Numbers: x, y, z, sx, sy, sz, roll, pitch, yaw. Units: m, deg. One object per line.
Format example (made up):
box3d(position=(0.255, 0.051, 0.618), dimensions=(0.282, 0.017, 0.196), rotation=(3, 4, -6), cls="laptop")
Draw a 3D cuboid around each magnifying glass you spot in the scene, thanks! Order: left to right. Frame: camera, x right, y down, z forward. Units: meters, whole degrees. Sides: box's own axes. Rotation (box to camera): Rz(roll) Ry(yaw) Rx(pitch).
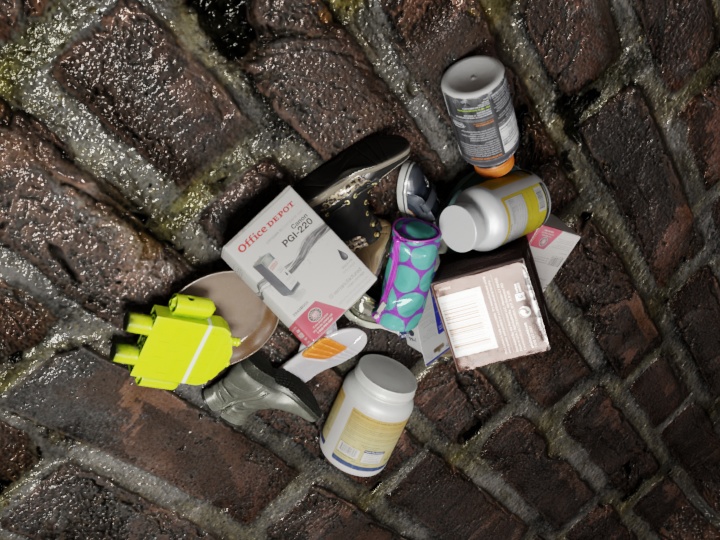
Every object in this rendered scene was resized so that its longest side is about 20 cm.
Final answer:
box3d(position=(-0.183, 0.031, 1.526), dimensions=(0.079, 0.022, 0.201), rotation=(-31, 138, -13), cls="magnifying glass")

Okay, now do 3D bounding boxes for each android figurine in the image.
box3d(position=(-0.285, 0.117, 1.456), dimensions=(0.199, 0.041, 0.183), rotation=(10, 121, -32), cls="android figurine")

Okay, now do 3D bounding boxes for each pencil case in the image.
box3d(position=(0.076, 0.010, 1.565), dimensions=(0.092, 0.085, 0.201), rotation=(-14, 131, -34), cls="pencil case")

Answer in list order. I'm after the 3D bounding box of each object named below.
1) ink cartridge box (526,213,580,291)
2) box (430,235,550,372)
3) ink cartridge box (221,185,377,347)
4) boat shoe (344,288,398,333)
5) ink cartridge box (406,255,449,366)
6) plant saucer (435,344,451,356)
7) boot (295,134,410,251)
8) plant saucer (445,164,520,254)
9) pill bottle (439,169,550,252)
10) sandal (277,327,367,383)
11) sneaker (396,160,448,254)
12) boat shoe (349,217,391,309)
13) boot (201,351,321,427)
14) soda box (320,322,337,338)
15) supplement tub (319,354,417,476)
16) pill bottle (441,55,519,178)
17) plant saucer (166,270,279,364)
box3d(position=(0.304, -0.014, 1.763), dimensions=(0.146, 0.083, 0.201), rotation=(10, 117, -47), cls="ink cartridge box")
box3d(position=(0.229, 0.052, 1.607), dimensions=(0.163, 0.200, 0.167), rotation=(-16, 101, 15), cls="box")
box3d(position=(-0.095, -0.006, 1.415), dimensions=(0.146, 0.200, 0.085), rotation=(-44, 178, -13), cls="ink cartridge box")
box3d(position=(0.061, 0.073, 1.705), dimensions=(0.201, 0.072, 0.061), rotation=(12, 120, -38), cls="boat shoe")
box3d(position=(0.117, 0.065, 1.693), dimensions=(0.099, 0.039, 0.202), rotation=(-29, 114, -43), cls="ink cartridge box")
box3d(position=(0.203, 0.085, 1.855), dimensions=(0.199, 0.029, 0.201), rotation=(-20, 133, -23), cls="plant saucer")
box3d(position=(0.004, -0.120, 1.504), dimensions=(0.199, 0.073, 0.151), rotation=(-32, 136, -7), cls="boot")
box3d(position=(0.219, -0.116, 1.700), dimensions=(0.199, 0.036, 0.201), rotation=(-21, 134, -23), cls="plant saucer")
box3d(position=(0.228, -0.098, 1.583), dimensions=(0.199, 0.112, 0.113), rotation=(-22, 136, -40), cls="pill bottle")
box3d(position=(-0.085, 0.144, 1.668), dimensions=(0.206, 0.059, 0.079), rotation=(-31, 133, 19), cls="sandal")
box3d(position=(0.112, -0.105, 1.581), dimensions=(0.201, 0.079, 0.079), rotation=(76, 31, -49), cls="sneaker")
box3d(position=(0.000, 0.000, 1.553), dimensions=(0.065, 0.071, 0.201), rotation=(82, 27, -51), cls="boat shoe")
box3d(position=(-0.176, 0.232, 1.639), dimensions=(0.131, 0.068, 0.200), rotation=(-42, 120, 16), cls="boot")
box3d(position=(-0.091, 0.026, 1.552), dimensions=(0.063, 0.070, 0.201), rotation=(-23, 134, -15), cls="soda box")
box3d(position=(0.017, 0.277, 1.781), dimensions=(0.144, 0.144, 0.201), rotation=(3, 122, -38), cls="supplement tub")
box3d(position=(0.204, -0.245, 1.532), dimensions=(0.106, 0.106, 0.201), rotation=(-34, 137, -10), cls="pill bottle")
box3d(position=(-0.228, 0.074, 1.498), dimensions=(0.199, 0.032, 0.201), rotation=(-14, 132, -16), cls="plant saucer")
